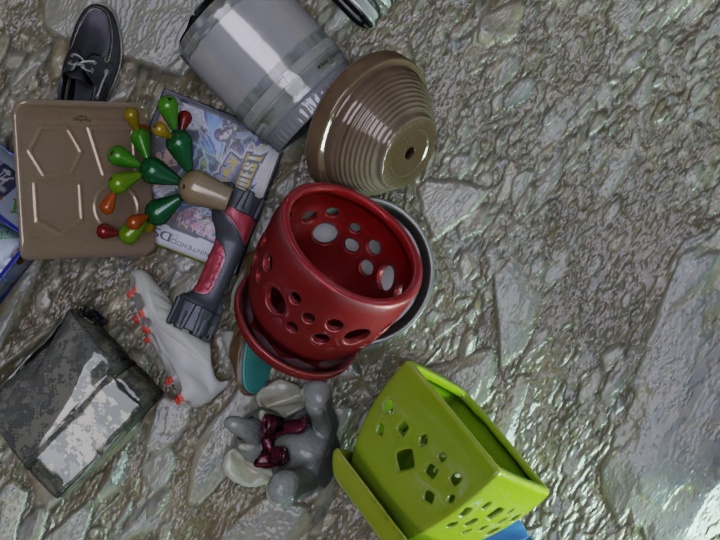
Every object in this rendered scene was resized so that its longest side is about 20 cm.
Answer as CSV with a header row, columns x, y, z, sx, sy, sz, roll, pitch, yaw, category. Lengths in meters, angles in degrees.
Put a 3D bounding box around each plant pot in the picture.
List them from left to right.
x,y,z,sx,sy,sz,roll,pitch,yaw,category
-0.048,0.020,1.606,0.200,0.201,0.183,34,129,-3,plant pot
0.033,-0.170,1.645,0.092,0.201,0.202,35,90,32,plant pot
0.093,0.261,1.646,0.182,0.199,0.200,-46,59,7,plant pot

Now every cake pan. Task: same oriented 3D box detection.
x,y,z,sx,sy,sz,roll,pitch,yaw,category
0.000,0.000,1.736,0.198,0.037,0.203,0,92,-2,cake pan

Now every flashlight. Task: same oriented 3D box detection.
x,y,z,sx,sy,sz,roll,pitch,yaw,category
-0.192,-0.014,1.680,0.067,0.068,0.201,21,83,36,flashlight

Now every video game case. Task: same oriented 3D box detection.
x,y,z,sx,sy,sz,roll,pitch,yaw,category
-0.215,-0.118,1.732,0.179,0.026,0.202,21,91,-2,video game case

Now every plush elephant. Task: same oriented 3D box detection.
x,y,z,sx,sy,sz,roll,pitch,yaw,category
-0.109,0.222,1.690,0.153,0.200,0.166,14,77,20,plush elephant

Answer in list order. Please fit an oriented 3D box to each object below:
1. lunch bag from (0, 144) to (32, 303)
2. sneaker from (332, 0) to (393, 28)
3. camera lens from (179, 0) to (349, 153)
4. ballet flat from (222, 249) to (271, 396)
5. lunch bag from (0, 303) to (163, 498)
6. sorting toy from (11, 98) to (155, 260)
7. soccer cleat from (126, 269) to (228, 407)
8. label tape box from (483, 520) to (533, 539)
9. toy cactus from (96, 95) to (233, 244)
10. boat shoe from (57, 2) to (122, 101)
x,y,z,sx,sy,sz,roll,pitch,yaw,category
-0.500,-0.063,1.680,0.170,0.124,0.201,37,76,-3,lunch bag
-0.022,-0.431,1.714,0.200,0.076,0.115,45,81,-11,sneaker
-0.122,-0.273,1.662,0.160,0.160,0.200,-43,93,0,camera lens
-0.148,0.065,1.719,0.072,0.068,0.202,4,83,38,ballet flat
-0.376,0.167,1.678,0.168,0.139,0.200,44,89,-3,lunch bag
-0.358,-0.117,1.665,0.184,0.036,0.202,-3,93,-34,sorting toy
-0.247,0.086,1.723,0.077,0.069,0.201,-26,90,-22,soccer cleat
0.205,0.456,1.744,0.142,0.066,0.201,-30,94,-1,label tape box
-0.245,-0.116,1.644,0.164,0.102,0.202,20,93,-3,toy cactus
-0.361,-0.257,1.703,0.072,0.063,0.202,12,92,-3,boat shoe
